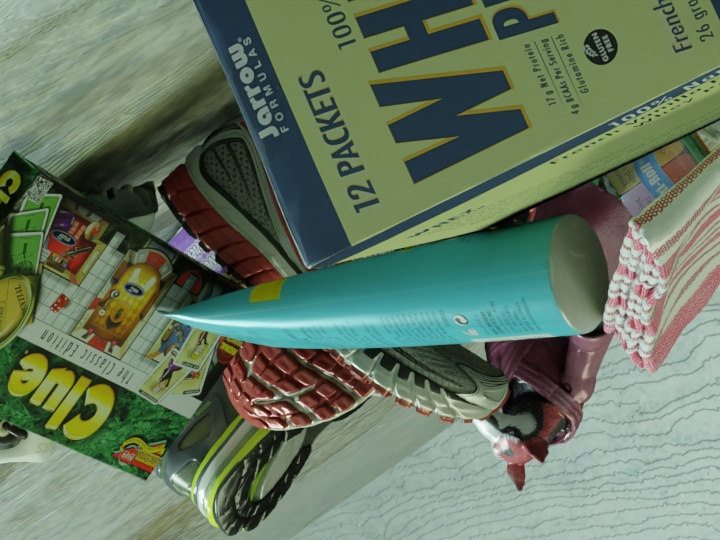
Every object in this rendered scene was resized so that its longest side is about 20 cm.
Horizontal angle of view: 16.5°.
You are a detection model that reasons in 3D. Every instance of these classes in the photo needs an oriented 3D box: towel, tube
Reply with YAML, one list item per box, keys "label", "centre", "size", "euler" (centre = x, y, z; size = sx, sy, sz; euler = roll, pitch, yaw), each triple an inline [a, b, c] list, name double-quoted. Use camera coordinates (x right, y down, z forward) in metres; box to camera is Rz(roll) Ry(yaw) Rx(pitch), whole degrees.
- label: "towel"
  centre: [0.162, -0.031, 0.982]
  size: [0.146, 0.030, 0.200]
  euler: [-40, 168, -7]
- label: "tube"
  centre: [0.011, 0.015, 1.093]
  size: [0.199, 0.051, 0.077]
  euler: [-9, 158, 33]

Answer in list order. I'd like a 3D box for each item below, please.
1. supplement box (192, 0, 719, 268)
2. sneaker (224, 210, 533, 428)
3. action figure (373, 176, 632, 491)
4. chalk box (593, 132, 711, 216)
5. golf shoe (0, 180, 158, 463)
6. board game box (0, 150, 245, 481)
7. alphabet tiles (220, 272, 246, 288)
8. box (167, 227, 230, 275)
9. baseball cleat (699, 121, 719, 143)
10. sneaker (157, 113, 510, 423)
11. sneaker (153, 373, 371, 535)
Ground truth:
- label: "supplement box"
  centre: [0.072, -0.108, 0.943]
  size: [0.199, 0.135, 0.200]
  euler: [-26, 175, 24]
- label: "sneaker"
  centre: [0.016, 0.016, 1.308]
  size: [0.200, 0.078, 0.082]
  euler: [-37, 167, 3]
- label: "action figure"
  centre: [0.092, 0.041, 1.400]
  size: [0.134, 0.201, 0.149]
  euler: [-19, 141, 28]
- label: "chalk box"
  centre: [0.151, -0.068, 1.563]
  size: [0.124, 0.125, 0.200]
  euler: [-34, 172, 9]
- label: "golf shoe"
  centre: [-0.152, 0.036, 1.163]
  size: [0.200, 0.095, 0.078]
  euler: [-39, 168, 28]
- label: "board game box"
  centre: [-0.123, 0.026, 1.106]
  size: [0.105, 0.023, 0.200]
  euler: [-53, 148, 3]
- label: "alphabet tiles"
  centre: [-0.041, 0.004, 1.371]
  size: [0.200, 0.015, 0.196]
  euler: [-26, 168, -37]
- label: "box"
  centre: [-0.004, -0.054, 1.366]
  size: [0.200, 0.039, 0.137]
  euler: [-25, 167, -41]
- label: "baseball cleat"
  centre: [0.220, -0.144, 1.172]
  size: [0.200, 0.070, 0.107]
  euler: [-45, -169, 46]
- label: "sneaker"
  centre: [0.000, 0.000, 1.196]
  size: [0.082, 0.200, 0.078]
  euler: [-48, -164, 2]
- label: "sneaker"
  centre: [-0.047, 0.056, 1.386]
  size: [0.200, 0.081, 0.074]
  euler: [-46, 151, -36]
